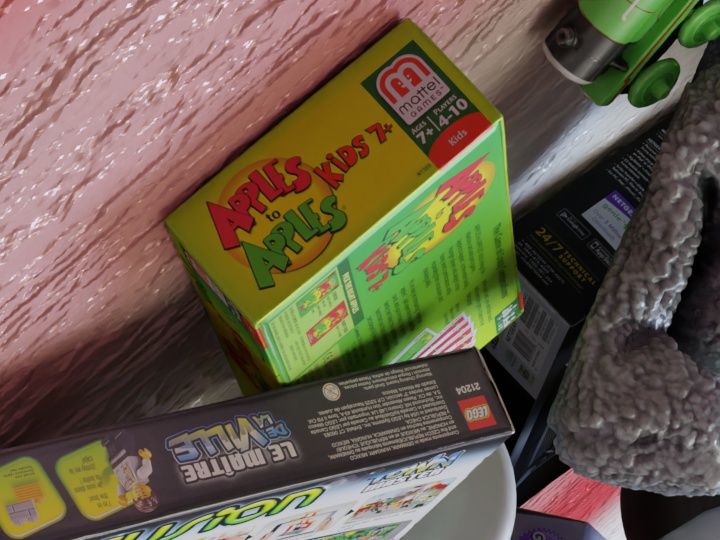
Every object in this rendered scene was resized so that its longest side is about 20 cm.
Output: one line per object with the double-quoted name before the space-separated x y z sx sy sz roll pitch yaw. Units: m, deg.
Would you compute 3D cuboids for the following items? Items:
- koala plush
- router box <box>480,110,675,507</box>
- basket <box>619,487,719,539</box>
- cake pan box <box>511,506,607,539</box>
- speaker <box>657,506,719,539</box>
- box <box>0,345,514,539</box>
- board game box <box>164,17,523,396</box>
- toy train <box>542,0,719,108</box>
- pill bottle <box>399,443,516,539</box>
"koala plush" 0.192 0.017 1.021 0.177 0.199 0.184 -6 118 -81
"router box" 0.106 0.016 1.223 0.157 0.052 0.200 -34 161 -27
"basket" 0.192 0.087 1.241 0.136 0.181 0.200 -27 170 -16
"cake pan box" 0.085 0.216 1.229 0.200 0.052 0.185 47 54 -62
"speaker" 0.082 0.169 1.096 0.200 0.081 0.081 -26 157 -26
"box" -0.057 0.081 0.938 0.199 0.035 0.110 -11 157 -34
"board game box" 0.000 0.000 0.960 0.102 0.048 0.200 -40 163 -8
"toy train" 0.131 -0.132 0.953 0.056 0.042 0.200 3 133 -53
"pill bottle" -0.009 0.126 1.131 0.111 0.111 0.200 -34 161 -25
